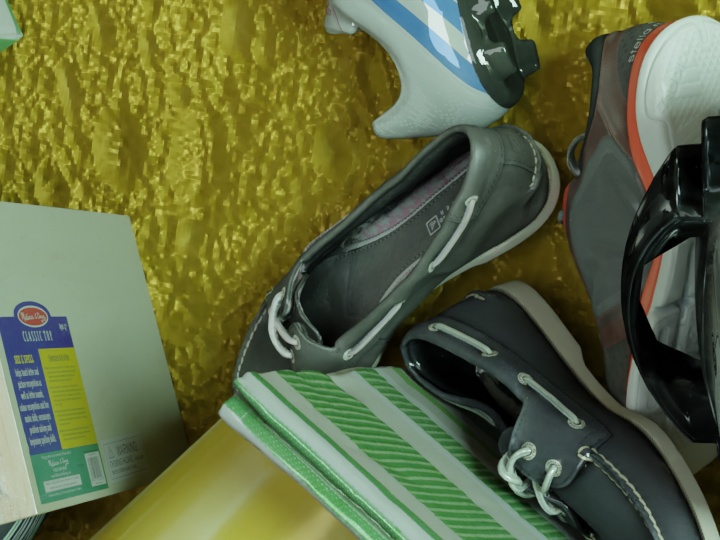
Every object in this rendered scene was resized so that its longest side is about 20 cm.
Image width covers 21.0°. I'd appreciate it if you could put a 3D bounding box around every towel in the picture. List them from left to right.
[{"bbox_3d":[0.038,0.091,0.794,0.152,0.200,0.023,40,103,18],"label":"towel"}]

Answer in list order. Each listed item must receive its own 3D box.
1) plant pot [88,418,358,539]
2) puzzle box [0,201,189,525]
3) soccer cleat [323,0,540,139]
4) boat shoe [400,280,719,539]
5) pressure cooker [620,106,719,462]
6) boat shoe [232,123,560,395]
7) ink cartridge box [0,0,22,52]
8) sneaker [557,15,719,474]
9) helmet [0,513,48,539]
[{"bbox_3d":[-0.043,0.159,0.844,0.201,0.201,0.189,40,98,18],"label":"plant pot"},{"bbox_3d":[-0.132,0.037,0.871,0.025,0.200,0.134,-15,85,13],"label":"puzzle box"},{"bbox_3d":[0.010,-0.154,0.866,0.086,0.070,0.201,-19,85,24],"label":"soccer cleat"},{"bbox_3d":[0.080,0.080,0.803,0.200,0.062,0.073,-125,29,-45],"label":"boat shoe"},{"bbox_3d":[0.196,0.011,0.717,0.199,0.179,0.177,-1,99,11],"label":"pressure cooker"},{"bbox_3d":[0.000,0.000,0.874,0.200,0.057,0.067,-40,55,25],"label":"boat shoe"},{"bbox_3d":[-0.295,-0.135,1.000,0.200,0.087,0.146,-29,81,25],"label":"ink cartridge box"},{"bbox_3d":[0.125,-0.010,0.834,0.082,0.077,0.201,16,107,54],"label":"sneaker"},{"bbox_3d":[-0.228,0.069,0.927,0.200,0.200,0.191,-36,80,22],"label":"helmet"}]
